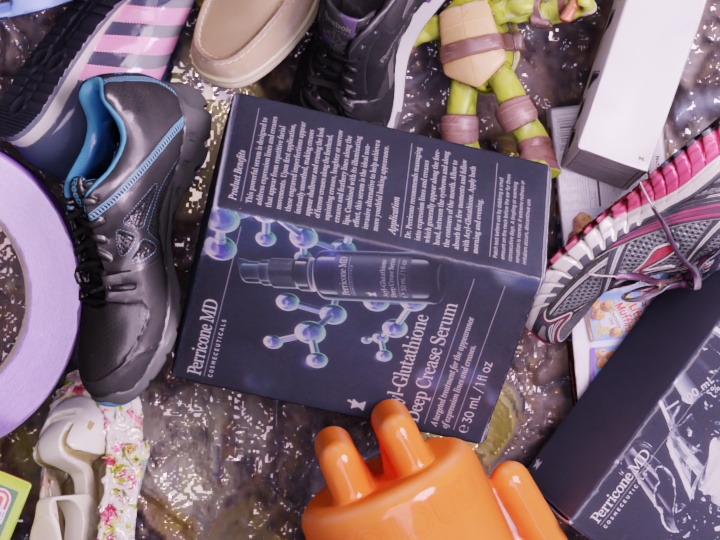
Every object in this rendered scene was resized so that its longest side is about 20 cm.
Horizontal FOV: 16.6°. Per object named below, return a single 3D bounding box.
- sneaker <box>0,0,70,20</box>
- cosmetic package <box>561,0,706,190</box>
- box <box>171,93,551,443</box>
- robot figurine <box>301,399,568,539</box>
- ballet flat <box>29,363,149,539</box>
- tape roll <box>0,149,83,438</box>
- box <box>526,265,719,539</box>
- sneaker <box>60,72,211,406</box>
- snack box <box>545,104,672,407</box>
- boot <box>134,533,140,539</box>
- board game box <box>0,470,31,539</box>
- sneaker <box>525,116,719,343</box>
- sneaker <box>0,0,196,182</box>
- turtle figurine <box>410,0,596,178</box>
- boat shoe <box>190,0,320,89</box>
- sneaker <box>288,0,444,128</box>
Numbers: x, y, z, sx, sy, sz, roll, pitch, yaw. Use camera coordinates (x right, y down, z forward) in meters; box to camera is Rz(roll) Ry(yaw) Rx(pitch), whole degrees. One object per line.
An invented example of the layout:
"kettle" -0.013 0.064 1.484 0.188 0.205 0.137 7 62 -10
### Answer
"sneaker" -0.273 -0.188 1.509 0.199 0.070 0.078 -5 101 -1
"cosmetic package" 0.180 -0.155 1.525 0.050 0.083 0.201 20 83 -2
"box" 0.000 0.000 1.492 0.199 0.107 0.149 12 133 -4
"robot figurine" 0.037 0.180 1.475 0.144 0.116 0.200 -33 102 -39
"ballet flat" -0.170 0.135 1.500 0.075 0.064 0.201 -17 61 29
"tape roll" -0.270 0.014 1.527 0.199 0.066 0.201 0 94 -3
"box" 0.237 0.114 1.534 0.182 0.104 0.200 36 90 -16
"sneaker" -0.150 -0.020 1.479 0.082 0.073 0.201 14 81 -46
"snack box" 0.163 -0.007 1.577 0.072 0.024 0.201 -6 94 -6
"boot" -0.062 0.210 1.551 0.150 0.073 0.200 -34 87 -6
"board game box" -0.294 0.112 1.445 0.199 0.102 0.048 23 79 -5
"sneaker" 0.177 -0.013 1.494 0.200 0.081 0.075 -40 87 31
"sneaker" -0.139 -0.141 1.536 0.200 0.070 0.082 -50 125 -5
"turtle figurine" 0.063 -0.129 1.542 0.199 0.064 0.162 -10 84 12
"boat shoe" -0.048 -0.205 1.504 0.072 0.065 0.200 26 77 23
"sneaker" -0.008 -0.139 1.486 0.076 0.087 0.200 32 111 20
